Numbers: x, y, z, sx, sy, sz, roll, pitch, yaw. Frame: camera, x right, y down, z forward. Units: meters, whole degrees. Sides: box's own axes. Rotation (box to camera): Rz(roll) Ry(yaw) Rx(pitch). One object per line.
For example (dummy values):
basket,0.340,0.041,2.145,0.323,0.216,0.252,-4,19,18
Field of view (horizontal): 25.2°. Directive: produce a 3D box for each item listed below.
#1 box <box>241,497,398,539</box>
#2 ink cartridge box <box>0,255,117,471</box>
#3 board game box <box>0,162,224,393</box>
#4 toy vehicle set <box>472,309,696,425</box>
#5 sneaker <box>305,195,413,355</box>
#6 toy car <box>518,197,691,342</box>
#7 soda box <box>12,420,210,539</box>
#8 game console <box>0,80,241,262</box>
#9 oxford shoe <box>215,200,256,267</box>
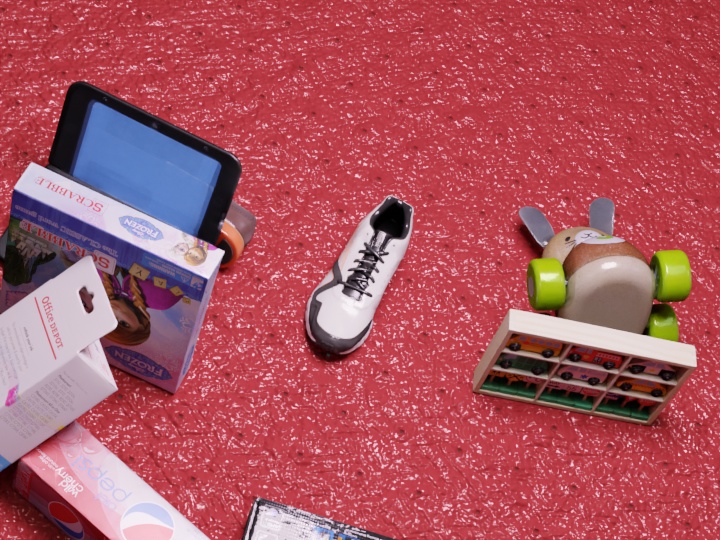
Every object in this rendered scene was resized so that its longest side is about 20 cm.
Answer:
box,-0.030,0.326,1.478,0.200,0.048,0.193,18,50,-3
ink cartridge box,-0.299,0.090,1.472,0.200,0.068,0.115,-35,43,4
board game box,-0.244,0.012,1.541,0.200,0.200,0.041,24,51,2
toy vehicle set,0.229,0.102,1.663,0.200,0.124,0.027,11,53,-8
sneaker,0.000,0.000,1.698,0.074,0.080,0.200,25,54,0
toy car,0.246,-0.012,1.745,0.164,0.158,0.200,-4,45,-6
soda box,-0.225,0.227,1.480,0.200,0.063,0.070,39,54,12
game console,-0.246,-0.061,1.624,0.200,0.116,0.176,26,63,7
oxford shoe,-0.202,-0.081,1.709,0.200,0.071,0.073,35,44,-1
